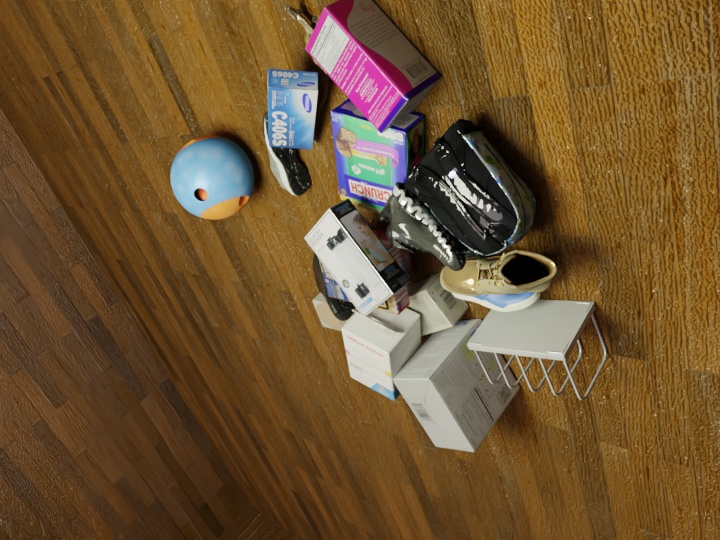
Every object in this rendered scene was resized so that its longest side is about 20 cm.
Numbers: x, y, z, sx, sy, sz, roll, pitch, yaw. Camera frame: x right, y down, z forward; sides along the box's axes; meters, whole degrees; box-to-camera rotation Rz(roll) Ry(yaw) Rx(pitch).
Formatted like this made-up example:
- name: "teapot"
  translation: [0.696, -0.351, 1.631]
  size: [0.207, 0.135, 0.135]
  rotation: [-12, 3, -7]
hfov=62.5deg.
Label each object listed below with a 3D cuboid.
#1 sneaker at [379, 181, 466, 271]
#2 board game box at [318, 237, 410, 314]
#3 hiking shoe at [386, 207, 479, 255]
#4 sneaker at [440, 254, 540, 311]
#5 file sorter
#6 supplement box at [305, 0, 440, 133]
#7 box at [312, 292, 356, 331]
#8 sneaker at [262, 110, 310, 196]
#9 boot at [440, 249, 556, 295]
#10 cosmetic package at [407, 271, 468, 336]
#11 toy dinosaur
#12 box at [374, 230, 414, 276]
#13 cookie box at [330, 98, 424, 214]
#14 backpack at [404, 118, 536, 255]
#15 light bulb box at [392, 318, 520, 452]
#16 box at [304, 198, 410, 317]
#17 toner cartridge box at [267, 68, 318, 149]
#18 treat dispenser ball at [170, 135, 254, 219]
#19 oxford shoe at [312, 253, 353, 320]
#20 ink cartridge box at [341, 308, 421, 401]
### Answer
- name: "sneaker"
  translation: [0.104, -0.060, 1.049]
  size: [0.091, 0.066, 0.200]
  rotation: [-48, 64, 21]
- name: "board game box"
  translation: [0.000, 0.000, 1.240]
  size: [0.199, 0.046, 0.153]
  rotation: [13, 128, 39]
- name: "hiking shoe"
  translation: [0.141, -0.066, 1.095]
  size: [0.198, 0.087, 0.075]
  rotation: [-3, 127, 16]
- name: "sneaker"
  translation: [0.238, 0.008, 1.129]
  size: [0.199, 0.077, 0.112]
  rotation: [13, 142, 49]
- name: "file sorter"
  translation: [0.332, 0.146, 1.110]
  size: [0.199, 0.139, 0.125]
  rotation: [1, 127, 47]
- name: "supplement box"
  translation: [0.019, -0.351, 1.000]
  size: [0.200, 0.101, 0.103]
  rotation: [49, 146, 0]
- name: "box"
  translation: [-0.018, 0.103, 1.500]
  size: [0.199, 0.078, 0.096]
  rotation: [8, 129, 43]
- name: "sneaker"
  translation: [-0.182, -0.261, 1.334]
  size: [0.079, 0.074, 0.201]
  rotation: [20, 137, 42]
- name: "boot"
  translation: [0.230, 0.006, 1.015]
  size: [0.198, 0.155, 0.074]
  rotation: [3, 85, 14]
- name: "cosmetic package"
  translation: [0.132, 0.086, 1.323]
  size: [0.104, 0.073, 0.200]
  rotation: [53, 146, -8]
- name: "toy dinosaur"
  translation: [-0.073, -0.403, 1.109]
  size: [0.101, 0.058, 0.201]
  rotation: [30, 149, 51]
- name: "box"
  translation: [0.008, -0.026, 1.329]
  size: [0.199, 0.095, 0.103]
  rotation: [12, 130, 40]
- name: "cookie box"
  translation: [0.036, -0.210, 1.140]
  size: [0.170, 0.075, 0.201]
  rotation: [23, 139, 29]
- name: "backpack"
  translation: [0.198, -0.123, 0.992]
  size: [0.163, 0.153, 0.201]
  rotation: [-51, 61, 35]
- name: "light bulb box"
  translation: [0.210, 0.243, 1.280]
  size: [0.124, 0.200, 0.199]
  rotation: [-12, 114, 53]
- name: "box"
  translation: [-0.009, -0.023, 1.146]
  size: [0.201, 0.060, 0.117]
  rotation: [54, 139, 4]
- name: "toner cartridge box"
  translation: [-0.135, -0.313, 1.173]
  size: [0.094, 0.044, 0.200]
  rotation: [1, 159, -7]
- name: "treat dispenser ball"
  translation: [-0.359, -0.225, 1.446]
  size: [0.200, 0.201, 0.202]
  rotation: [28, 141, 26]
- name: "oxford shoe"
  translation: [-0.067, 0.041, 1.459]
  size: [0.085, 0.072, 0.201]
  rotation: [117, 140, -53]
- name: "ink cartridge box"
  translation: [0.051, 0.159, 1.304]
  size: [0.128, 0.125, 0.201]
  rotation: [24, 143, 28]
